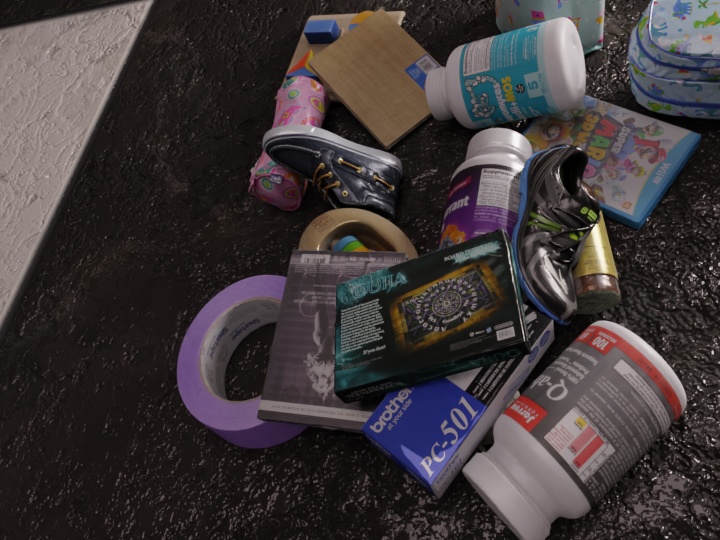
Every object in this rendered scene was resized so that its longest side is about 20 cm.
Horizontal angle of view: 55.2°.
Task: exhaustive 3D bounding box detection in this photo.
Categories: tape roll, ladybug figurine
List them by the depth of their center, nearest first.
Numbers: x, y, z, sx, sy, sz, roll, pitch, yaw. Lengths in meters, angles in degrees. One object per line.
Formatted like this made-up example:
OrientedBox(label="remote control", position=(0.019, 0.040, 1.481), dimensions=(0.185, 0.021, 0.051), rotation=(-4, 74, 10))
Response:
OrientedBox(label="tape roll", position=(-0.125, 0.109, 0.849), dimensions=(0.195, 0.066, 0.204), rotation=(-11, 55, 16))
OrientedBox(label="ladybug figurine", position=(0.000, 0.000, 0.857), dimensions=(0.135, 0.073, 0.200), rotation=(-36, 53, -10))

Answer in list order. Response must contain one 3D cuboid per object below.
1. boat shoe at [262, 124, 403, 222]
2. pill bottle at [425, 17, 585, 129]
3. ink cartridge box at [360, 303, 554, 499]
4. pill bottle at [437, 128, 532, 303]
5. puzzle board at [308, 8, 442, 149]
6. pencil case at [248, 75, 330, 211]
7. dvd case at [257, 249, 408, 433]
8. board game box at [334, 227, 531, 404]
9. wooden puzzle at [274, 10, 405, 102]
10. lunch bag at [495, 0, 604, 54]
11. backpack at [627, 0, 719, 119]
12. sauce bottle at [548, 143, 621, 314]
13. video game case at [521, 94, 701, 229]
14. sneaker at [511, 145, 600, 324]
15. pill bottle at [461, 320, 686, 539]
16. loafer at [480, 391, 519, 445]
OrientedBox(label="boat shoe", position=(-0.039, -0.125, 0.913), dimensions=(0.195, 0.071, 0.093), rotation=(12, 61, -9))
OrientedBox(label="pill bottle", position=(0.187, -0.251, 0.907), dimensions=(0.196, 0.111, 0.113), rotation=(-5, 56, 34))
OrientedBox(label="ink cartridge box", position=(0.099, 0.112, 0.686), dimensions=(0.093, 0.044, 0.201), rotation=(30, 71, 33))
OrientedBox(label="pill bottle", position=(0.153, -0.062, 0.810), dimensions=(0.109, 0.112, 0.204), rotation=(1, 59, 23))
OrientedBox(label="puzzle board", position=(0.035, -0.290, 1.034), dimensions=(0.150, 0.017, 0.201), rotation=(-37, 69, -10))
OrientedBox(label="pencil case", position=(-0.103, -0.188, 1.015), dimensions=(0.085, 0.088, 0.204), rotation=(0, 59, 22))
OrientedBox(label="dvd case", position=(-0.029, 0.073, 0.772), dimensions=(0.145, 0.016, 0.205), rotation=(2, 67, 20))
OrientedBox(label="board game box", position=(0.065, 0.045, 0.694), dimensions=(0.196, 0.028, 0.138), rotation=(-18, 48, 21))
OrientedBox(label="wooden puzzle", position=(-0.037, -0.357, 1.119), dimensions=(0.181, 0.047, 0.204), rotation=(7, 62, 26))
OrientedBox(label="lunch bag", position=(0.246, -0.405, 0.952), dimensions=(0.120, 0.172, 0.202), rotation=(-24, 51, -2))
OrientedBox(label="backpack", position=(0.421, -0.258, 0.818), dimensions=(0.197, 0.153, 0.167), rotation=(2, 65, 38))
OrientedBox(label="sauce bottle", position=(0.246, -0.052, 0.788), dimensions=(0.063, 0.065, 0.204), rotation=(-11, 59, 15))
OrientedBox(label="video game case", position=(0.295, -0.148, 0.863), dimensions=(0.198, 0.018, 0.144), rotation=(32, 75, 35))
OrientedBox(label="sneaker", position=(0.208, -0.045, 0.721), dimensions=(0.082, 0.070, 0.204), rotation=(-19, 55, 47))
OrientedBox(label="pill bottle", position=(0.198, 0.155, 0.651), dimensions=(0.199, 0.116, 0.116), rotation=(-42, 53, -7))
OrientedBox(label="loafer", position=(0.082, 0.115, 0.761), dimensions=(0.198, 0.071, 0.070), rotation=(29, 60, 32))
